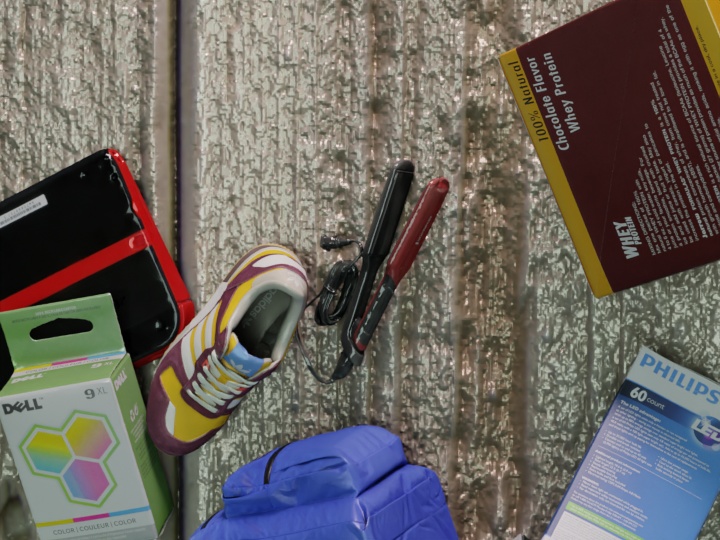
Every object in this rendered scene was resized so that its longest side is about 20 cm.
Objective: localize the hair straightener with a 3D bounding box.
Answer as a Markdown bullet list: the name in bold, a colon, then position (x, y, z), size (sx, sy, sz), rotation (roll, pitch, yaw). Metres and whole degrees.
- **hair straightener**: position (0.000, 0.000, 1.554), size (0.077, 0.041, 0.201), rotation (31, 108, 24)

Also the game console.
- **game console**: position (-0.252, 0.016, 1.619), size (0.200, 0.031, 0.177), rotation (-25, 87, 15)

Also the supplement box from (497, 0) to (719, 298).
- **supplement box**: position (0.240, -0.110, 1.381), size (0.200, 0.133, 0.198), rotation (-21, 91, 50)

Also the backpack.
- **backpack**: position (-0.041, 0.221, 1.524), size (0.199, 0.162, 0.168), rotation (-20, 85, 27)

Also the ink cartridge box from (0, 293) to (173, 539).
- **ink cartridge box**: position (-0.233, 0.128, 1.584), size (0.103, 0.059, 0.201), rotation (-10, 108, 13)

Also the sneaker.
- **sneaker**: position (-0.111, 0.073, 1.546), size (0.075, 0.090, 0.200), rotation (27, 103, -16)

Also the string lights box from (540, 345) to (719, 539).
- **string lights box**: position (0.212, 0.168, 1.449), size (0.103, 0.059, 0.200), rotation (27, 66, 10)

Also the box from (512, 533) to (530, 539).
- **box**: position (0.128, 0.291, 1.399), size (0.144, 0.036, 0.200), rotation (-37, 118, 24)
